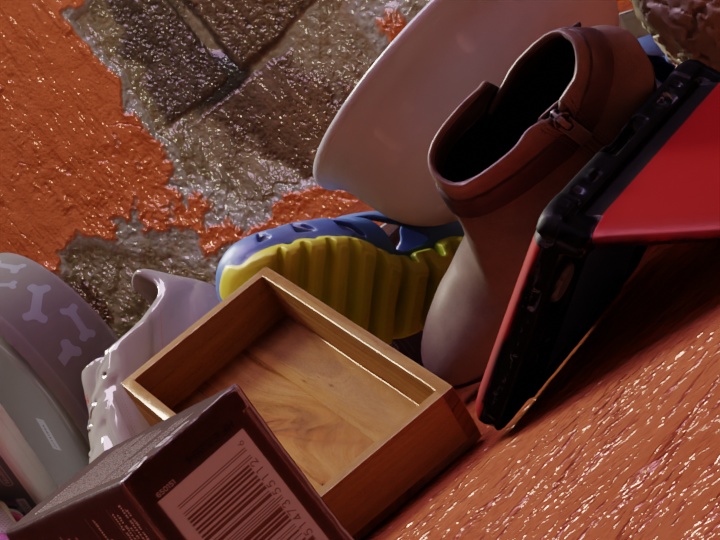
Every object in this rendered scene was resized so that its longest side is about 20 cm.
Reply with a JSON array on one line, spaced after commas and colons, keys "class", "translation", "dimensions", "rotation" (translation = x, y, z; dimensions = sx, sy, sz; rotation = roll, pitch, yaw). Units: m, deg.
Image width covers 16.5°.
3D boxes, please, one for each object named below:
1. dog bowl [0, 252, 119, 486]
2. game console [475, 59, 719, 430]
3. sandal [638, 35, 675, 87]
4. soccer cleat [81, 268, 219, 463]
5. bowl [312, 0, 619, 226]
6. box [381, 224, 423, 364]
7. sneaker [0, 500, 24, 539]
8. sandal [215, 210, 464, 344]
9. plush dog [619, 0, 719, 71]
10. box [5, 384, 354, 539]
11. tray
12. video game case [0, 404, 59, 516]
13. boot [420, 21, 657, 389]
[{"class": "dog bowl", "translation": [-0.186, 0.077, 1.474], "dimensions": [0.059, 0.200, 0.200], "rotation": [-39, 4, -25]}, {"class": "game console", "translation": [0.157, -0.013, 1.127], "dimensions": [0.200, 0.118, 0.173], "rotation": [-43, -25, -54]}, {"class": "sandal", "translation": [0.186, -0.133, 1.623], "dimensions": [0.200, 0.087, 0.080], "rotation": [-39, 5, 16]}, {"class": "soccer cleat", "translation": [-0.126, 0.091, 1.360], "dimensions": [0.069, 0.077, 0.201], "rotation": [123, 170, -60]}, {"class": "bowl", "translation": [0.075, -0.090, 1.327], "dimensions": [0.201, 0.090, 0.201], "rotation": [-45, -10, -10]}, {"class": "box", "translation": [-0.003, 0.037, 1.501], "dimensions": [0.100, 0.075, 0.200], "rotation": [-36, 6, 31]}, {"class": "sneaker", "translation": [-0.225, 0.172, 1.386], "dimensions": [0.199, 0.082, 0.088], "rotation": [11, 49, 23]}, {"class": "sandal", "translation": [0.000, 0.000, 1.376], "dimensions": [0.199, 0.087, 0.080], "rotation": [-2, -62, -39]}, {"class": "plush dog", "translation": [0.209, -0.155, 1.416], "dimensions": [0.172, 0.199, 0.161], "rotation": [-19, -50, -72]}, {"class": "box", "translation": [-0.082, 0.126, 1.120], "dimensions": [0.075, 0.100, 0.200], "rotation": [-40, 5, -26]}, {"class": "tray", "translation": [-0.033, 0.068, 1.207], "dimensions": [0.099, 0.037, 0.200], "rotation": [-39, 29, -12]}, {"class": "video game case", "translation": [-0.253, 0.146, 1.441], "dimensions": [0.181, 0.200, 0.023], "rotation": [-5, 51, 18]}, {"class": "boot", "translation": [0.070, -0.034, 1.206], "dimensions": [0.200, 0.070, 0.146], "rotation": [-55, -26, 7]}]
